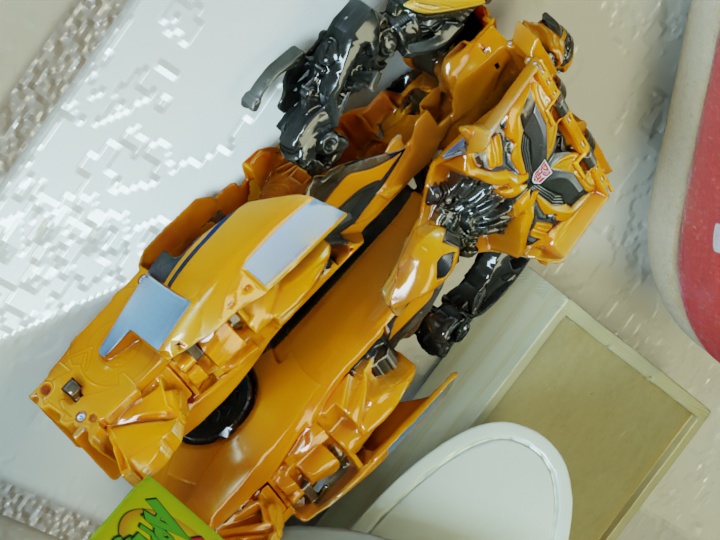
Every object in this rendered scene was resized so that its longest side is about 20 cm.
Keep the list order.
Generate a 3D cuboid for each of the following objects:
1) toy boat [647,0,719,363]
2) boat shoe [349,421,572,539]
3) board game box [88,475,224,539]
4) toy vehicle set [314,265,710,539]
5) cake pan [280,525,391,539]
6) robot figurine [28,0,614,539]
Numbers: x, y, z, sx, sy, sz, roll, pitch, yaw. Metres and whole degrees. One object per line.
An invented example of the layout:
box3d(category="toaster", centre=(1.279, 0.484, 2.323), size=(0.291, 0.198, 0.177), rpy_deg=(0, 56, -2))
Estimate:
box3d(category="toy boat", centre=(0.184, -0.038, 1.020), size=(0.130, 0.131, 0.200), rpy_deg=(-20, 132, -35))
box3d(category="boat shoe", centre=(0.009, 0.139, 1.007), size=(0.200, 0.073, 0.062), rpy_deg=(-64, 178, 3))
box3d(category="board game box", centre=(-0.115, 0.157, 0.850), size=(0.200, 0.048, 0.102), rpy_deg=(-49, 180, 24))
box3d(category="toy vehicle set", centre=(0.032, 0.103, 1.060), size=(0.200, 0.027, 0.124), rpy_deg=(-53, 143, 0))
box3d(category="cake pan", centre=(-0.019, 0.182, 0.941), size=(0.200, 0.200, 0.037), rpy_deg=(-49, 167, -4))
box3d(category="robot figurine", centre=(0.000, 0.000, 0.916), size=(0.200, 0.058, 0.145), rpy_deg=(-46, 141, -8))
